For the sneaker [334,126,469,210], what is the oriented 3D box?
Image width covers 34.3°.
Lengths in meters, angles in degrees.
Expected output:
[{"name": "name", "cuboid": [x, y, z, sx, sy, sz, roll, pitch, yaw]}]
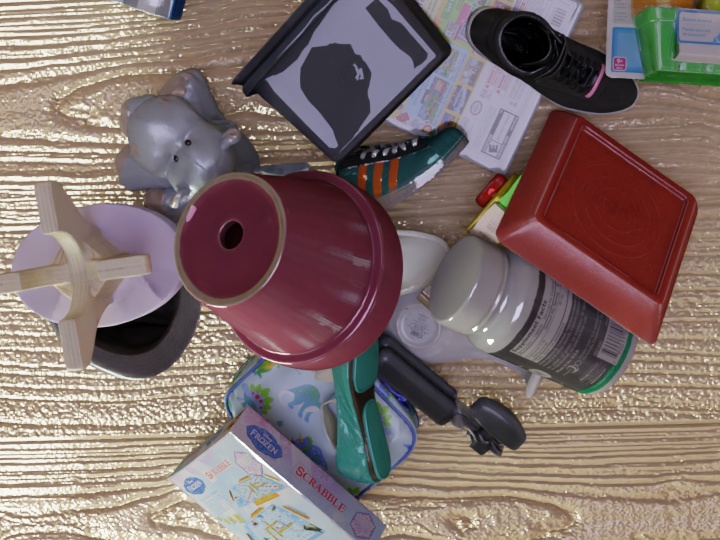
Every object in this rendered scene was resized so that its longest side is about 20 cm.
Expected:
[{"name": "sneaker", "cuboid": [0.019, -0.108, 1.249, 0.199, 0.071, 0.080, -31, 97, 17]}]

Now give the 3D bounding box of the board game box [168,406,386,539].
[{"name": "board game box", "cuboid": [-0.097, 0.257, 1.300, 0.199, 0.041, 0.200, 42, 143, -7]}]

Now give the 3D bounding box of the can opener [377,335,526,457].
[{"name": "can opener", "cuboid": [0.096, 0.138, 1.300, 0.199, 0.053, 0.067, 36, 113, -15]}]

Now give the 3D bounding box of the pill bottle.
[{"name": "pill bottle", "cuboid": [0.178, 0.044, 1.204, 0.199, 0.113, 0.114, 24, 104, -21]}]

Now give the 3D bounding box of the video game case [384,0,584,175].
[{"name": "video game case", "cuboid": [0.115, -0.229, 1.248, 0.181, 0.023, 0.202, 24, 104, -3]}]

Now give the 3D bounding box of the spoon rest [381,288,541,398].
[{"name": "spoon rest", "cuboid": [0.111, 0.077, 1.307, 0.199, 0.061, 0.100, 26, 105, 11]}]

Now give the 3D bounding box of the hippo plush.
[{"name": "hippo plush", "cuboid": [-0.183, -0.106, 1.220, 0.200, 0.161, 0.160, 41, 102, -6]}]

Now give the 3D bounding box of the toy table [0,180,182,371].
[{"name": "toy table", "cuboid": [-0.284, 0.001, 1.186, 0.198, 0.117, 0.186, -20, 91, 14]}]

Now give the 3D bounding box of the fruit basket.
[{"name": "fruit basket", "cuboid": [0.341, -0.291, 1.182, 0.183, 0.094, 0.202, 3, 94, -8]}]

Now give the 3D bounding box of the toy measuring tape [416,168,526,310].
[{"name": "toy measuring tape", "cuboid": [0.135, -0.040, 1.259, 0.073, 0.074, 0.200, 40, 97, -6]}]

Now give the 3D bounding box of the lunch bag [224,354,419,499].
[{"name": "lunch bag", "cuboid": [-0.038, 0.157, 1.313, 0.161, 0.083, 0.200, -43, 97, 12]}]

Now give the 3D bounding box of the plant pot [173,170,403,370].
[{"name": "plant pot", "cuboid": [-0.081, -0.011, 1.147, 0.198, 0.179, 0.202, -6, 76, 27]}]

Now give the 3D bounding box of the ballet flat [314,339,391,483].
[{"name": "ballet flat", "cuboid": [-0.015, 0.129, 1.238, 0.070, 0.067, 0.202, -3, 99, 24]}]

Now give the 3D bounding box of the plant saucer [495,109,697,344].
[{"name": "plant saucer", "cuboid": [0.256, -0.056, 1.200, 0.199, 0.201, 0.037, 33, 145, -6]}]

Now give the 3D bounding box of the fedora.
[{"name": "fedora", "cuboid": [-0.253, 0.019, 1.287, 0.199, 0.090, 0.178, 26, 101, 9]}]

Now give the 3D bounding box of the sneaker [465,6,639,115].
[{"name": "sneaker", "cuboid": [0.204, -0.205, 1.186, 0.198, 0.099, 0.071, 24, 102, -12]}]

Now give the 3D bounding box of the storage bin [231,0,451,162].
[{"name": "storage bin", "cuboid": [-0.008, -0.215, 1.189, 0.200, 0.146, 0.134, -42, 92, 18]}]

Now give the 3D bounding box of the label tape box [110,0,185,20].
[{"name": "label tape box", "cuboid": [-0.266, -0.361, 1.216, 0.198, 0.066, 0.145, 18, 103, -3]}]

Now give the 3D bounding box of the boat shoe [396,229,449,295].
[{"name": "boat shoe", "cuboid": [-0.001, -0.003, 1.285, 0.199, 0.060, 0.073, -11, 93, -2]}]
